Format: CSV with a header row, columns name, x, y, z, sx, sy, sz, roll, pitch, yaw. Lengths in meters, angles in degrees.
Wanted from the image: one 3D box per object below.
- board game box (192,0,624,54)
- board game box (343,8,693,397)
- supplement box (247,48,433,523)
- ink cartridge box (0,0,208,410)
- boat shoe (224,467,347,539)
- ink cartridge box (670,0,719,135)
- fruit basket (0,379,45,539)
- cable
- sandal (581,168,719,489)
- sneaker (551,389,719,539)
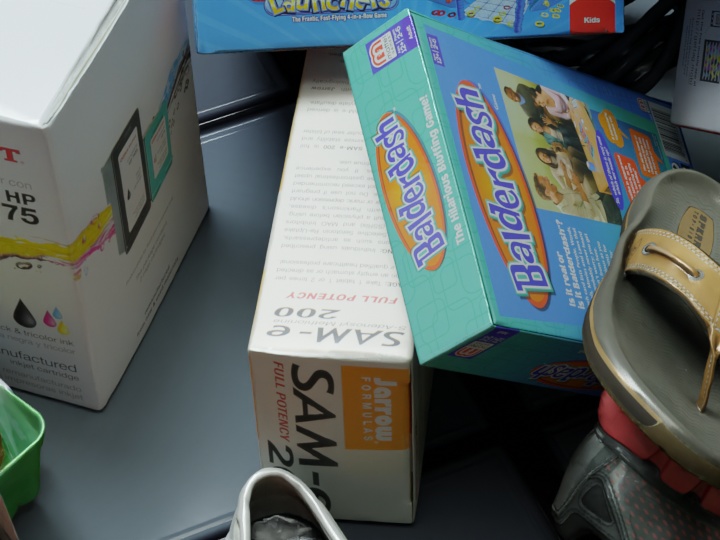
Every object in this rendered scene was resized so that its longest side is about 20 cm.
name,x,y,z,sx,sy,sz,roll,pitch,yaw
board game box,0.019,-0.159,1.029,0.196,0.056,0.200,-3,19,-1
board game box,0.089,-0.022,0.943,0.200,0.045,0.152,13,56,-46
supplement box,0.000,0.000,0.976,0.073,0.126,0.200,4,49,6
ink cartridge box,-0.170,-0.064,0.986,0.147,0.200,0.146,14,52,13
boat shoe,-0.012,0.170,0.873,0.072,0.066,0.200,-11,50,-8
ink cartridge box,0.271,-0.089,0.949,0.200,0.084,0.176,4,8,-19
fruit basket,-0.209,0.037,0.904,0.185,0.200,0.094,36,61,28
cable,0.109,-0.127,1.095,0.200,0.051,0.163,-9,22,27
sandal,0.144,0.011,0.879,0.082,0.055,0.200,34,36,-7
sneaker,0.165,0.134,0.896,0.200,0.071,0.098,39,102,5
